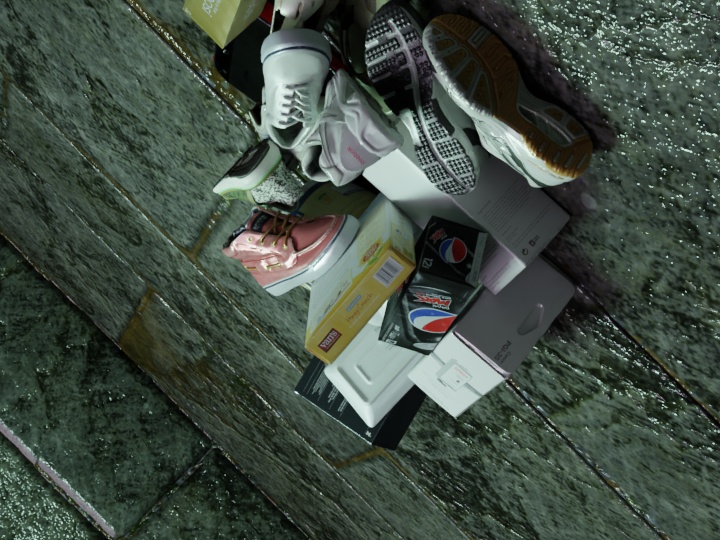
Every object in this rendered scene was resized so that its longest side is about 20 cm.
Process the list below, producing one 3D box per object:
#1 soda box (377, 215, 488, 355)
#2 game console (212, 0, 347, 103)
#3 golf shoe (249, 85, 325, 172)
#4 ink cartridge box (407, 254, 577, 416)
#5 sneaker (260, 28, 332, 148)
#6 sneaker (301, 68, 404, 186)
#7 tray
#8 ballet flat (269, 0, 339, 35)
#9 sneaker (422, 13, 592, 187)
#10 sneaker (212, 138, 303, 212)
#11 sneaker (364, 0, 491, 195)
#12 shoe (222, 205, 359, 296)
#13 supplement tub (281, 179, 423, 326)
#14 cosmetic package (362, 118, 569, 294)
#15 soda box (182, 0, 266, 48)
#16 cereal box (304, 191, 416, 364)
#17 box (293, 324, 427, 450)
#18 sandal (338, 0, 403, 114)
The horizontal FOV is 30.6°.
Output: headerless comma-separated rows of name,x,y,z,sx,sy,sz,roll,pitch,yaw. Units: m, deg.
soda box,0.074,0.020,1.398,0.063,0.071,0.200,17,155,-4
game console,-0.097,-0.241,1.550,0.177,0.031,0.200,36,159,5
golf shoe,-0.078,-0.176,1.516,0.097,0.078,0.200,48,156,-9
ink cartridge box,0.148,0.071,1.512,0.083,0.147,0.200,40,158,2
sneaker,-0.064,-0.183,1.349,0.200,0.073,0.071,97,168,-75
sneaker,-0.024,-0.138,1.314,0.078,0.099,0.200,45,-172,-15
tray,0.045,0.090,1.659,0.107,0.200,0.022,48,-170,30
ballet flat,-0.059,-0.265,1.319,0.068,0.067,0.200,28,154,7
sneaker,0.124,-0.151,1.245,0.200,0.076,0.088,46,159,-4
sneaker,-0.117,-0.097,1.572,0.089,0.077,0.200,45,172,-10
sneaker,0.070,-0.176,1.295,0.074,0.080,0.201,-8,117,38
shoe,-0.085,-0.035,1.502,0.091,0.072,0.200,37,149,-15
supplement tub,0.008,-0.019,1.603,0.200,0.144,0.145,27,153,37
cosmetic package,0.108,-0.080,1.392,0.200,0.085,0.108,44,159,2
soda box,-0.127,-0.308,1.356,0.064,0.068,0.200,44,159,0
cereal box,0.000,0.000,1.416,0.039,0.144,0.200,36,-161,-13
box,0.028,0.111,1.718,0.141,0.200,0.079,31,-178,33
sandal,0.005,-0.232,1.335,0.080,0.057,0.201,33,156,26
